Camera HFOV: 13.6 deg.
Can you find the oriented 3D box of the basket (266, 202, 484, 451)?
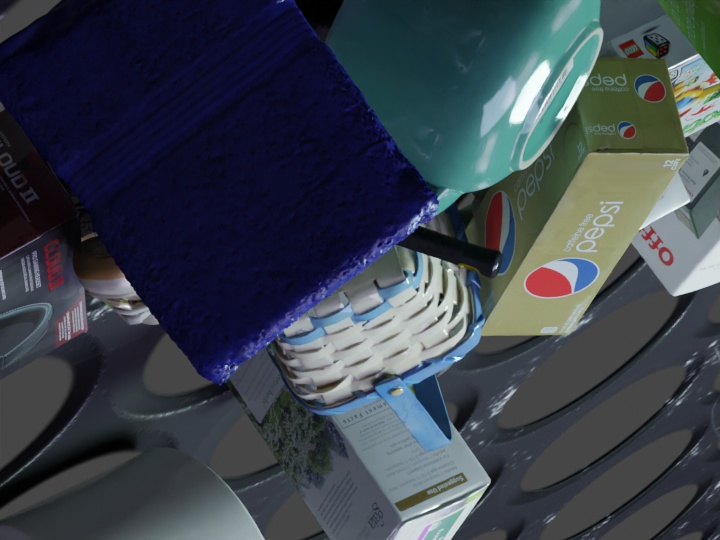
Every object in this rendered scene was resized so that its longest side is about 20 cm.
[{"bbox_3d":[0.000,0.000,1.802,0.139,0.177,0.200,-25,151,13],"label":"basket"}]

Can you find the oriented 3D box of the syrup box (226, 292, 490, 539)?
[{"bbox_3d":[-0.010,0.092,1.945,0.081,0.200,0.079,-22,157,-35],"label":"syrup box"}]

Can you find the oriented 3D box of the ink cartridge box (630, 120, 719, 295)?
[{"bbox_3d":[0.241,-0.102,2.006,0.084,0.146,0.200,-18,154,-43],"label":"ink cartridge box"}]

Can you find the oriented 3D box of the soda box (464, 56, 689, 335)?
[{"bbox_3d":[0.120,-0.040,1.737,0.064,0.068,0.200,0,149,-19],"label":"soda box"}]

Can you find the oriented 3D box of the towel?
[{"bbox_3d":[-0.071,-0.065,1.451,0.147,0.200,0.050,-37,170,7],"label":"towel"}]

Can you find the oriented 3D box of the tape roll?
[{"bbox_3d":[-0.156,0.238,2.044,0.139,0.203,0.203,-23,158,-32],"label":"tape roll"}]

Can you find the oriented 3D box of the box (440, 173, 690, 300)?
[{"bbox_3d":[0.110,-0.026,1.991,0.144,0.036,0.200,-29,-170,-21],"label":"box"}]

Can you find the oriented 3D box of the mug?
[{"bbox_3d":[0.055,-0.107,1.618,0.152,0.114,0.186,-45,162,-52],"label":"mug"}]

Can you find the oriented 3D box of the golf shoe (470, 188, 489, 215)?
[{"bbox_3d":[0.120,-0.108,1.910,0.097,0.078,0.200,-34,172,-27],"label":"golf shoe"}]

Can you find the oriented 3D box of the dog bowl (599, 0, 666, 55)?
[{"bbox_3d":[0.165,-0.202,1.731,0.200,0.079,0.200,-32,161,-12],"label":"dog bowl"}]

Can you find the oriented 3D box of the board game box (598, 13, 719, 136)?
[{"bbox_3d":[0.204,-0.123,1.813,0.199,0.035,0.126,-26,161,-32],"label":"board game box"}]

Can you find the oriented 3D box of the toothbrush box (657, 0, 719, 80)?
[{"bbox_3d":[0.164,-0.209,1.518,0.086,0.200,0.146,-32,162,-6],"label":"toothbrush box"}]

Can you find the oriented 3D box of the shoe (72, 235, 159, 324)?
[{"bbox_3d":[-0.090,0.001,1.572,0.070,0.054,0.200,-8,-177,20],"label":"shoe"}]

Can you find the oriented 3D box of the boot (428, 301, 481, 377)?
[{"bbox_3d":[0.025,0.056,2.076,0.130,0.068,0.200,-33,-172,-41],"label":"boot"}]

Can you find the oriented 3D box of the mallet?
[{"bbox_3d":[-0.017,-0.033,1.678,0.066,0.199,0.041,99,13,-78],"label":"mallet"}]

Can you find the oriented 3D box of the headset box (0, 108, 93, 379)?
[{"bbox_3d":[-0.227,0.013,1.559,0.199,0.077,0.149,-29,161,-16],"label":"headset box"}]

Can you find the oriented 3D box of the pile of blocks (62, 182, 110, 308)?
[{"bbox_3d":[-0.125,0.002,1.707,0.062,0.082,0.200,-33,162,7],"label":"pile of blocks"}]
